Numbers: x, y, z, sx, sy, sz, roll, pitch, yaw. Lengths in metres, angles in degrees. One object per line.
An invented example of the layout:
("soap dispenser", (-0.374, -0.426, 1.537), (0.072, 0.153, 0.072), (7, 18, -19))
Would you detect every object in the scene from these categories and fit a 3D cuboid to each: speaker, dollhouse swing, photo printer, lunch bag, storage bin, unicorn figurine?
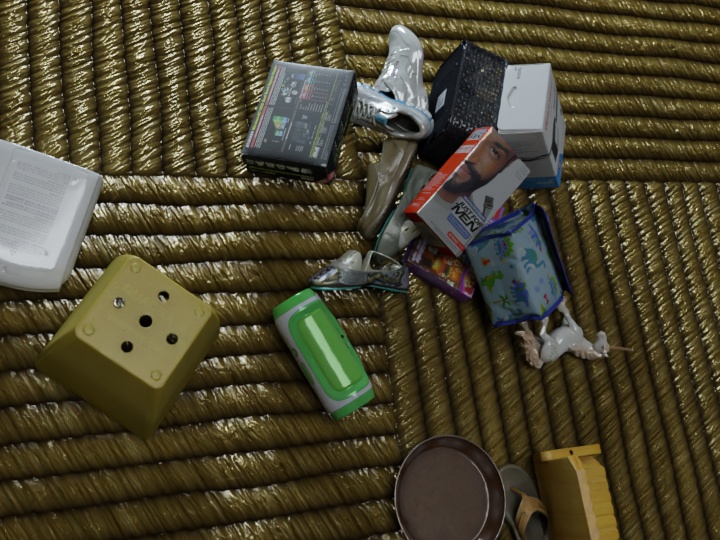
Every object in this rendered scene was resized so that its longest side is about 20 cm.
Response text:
("speaker", (-0.059, 0.132, 1.299), (0.088, 0.088, 0.201), (-29, 86, -27))
("dollhouse swing", (0.389, 0.388, 1.347), (0.180, 0.176, 0.201), (-1, 72, -24))
("photo printer", (-0.485, -0.072, 1.196), (0.165, 0.069, 0.201), (18, 68, -17))
("lunch bag", (0.294, -0.015, 1.458), (0.200, 0.127, 0.171), (-31, 104, -51))
("storage bin", (0.187, -0.300, 1.510), (0.093, 0.135, 0.201), (21, 66, -15))
("unicorn figurine", (0.373, 0.118, 1.496), (0.199, 0.074, 0.138), (-22, 94, -12))

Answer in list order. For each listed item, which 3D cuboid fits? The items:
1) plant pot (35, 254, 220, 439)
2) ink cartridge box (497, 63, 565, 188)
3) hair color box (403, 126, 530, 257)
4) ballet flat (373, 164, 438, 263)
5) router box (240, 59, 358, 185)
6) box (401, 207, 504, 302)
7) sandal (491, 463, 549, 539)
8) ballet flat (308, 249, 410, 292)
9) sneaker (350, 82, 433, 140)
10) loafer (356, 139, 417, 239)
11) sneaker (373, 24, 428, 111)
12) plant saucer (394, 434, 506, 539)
("plant pot", (-0.314, 0.092, 1.154), (0.199, 0.176, 0.201), (36, 64, -8))
("ink cartridge box", (0.321, -0.263, 1.519), (0.083, 0.200, 0.146), (2, 67, 24))
("hair color box", (0.181, -0.134, 1.394), (0.111, 0.064, 0.200), (44, 80, -19))
("ballet flat", (0.087, -0.096, 1.428), (0.063, 0.067, 0.201), (18, 69, 21))
("router box", (-0.100, -0.251, 1.385), (0.149, 0.062, 0.201), (11, 66, 11))
("box", (0.167, -0.062, 1.480), (0.136, 0.039, 0.201), (29, 65, -12))
("sandal", (0.281, 0.418, 1.363), (0.080, 0.054, 0.201), (-11, 78, -25))
("ballet flat", (0.000, 0.000, 1.359), (0.199, 0.072, 0.073), (3, 72, -37))
("sneaker", (0.031, -0.277, 1.439), (0.199, 0.087, 0.075), (16, 110, 4))
("loafer", (0.036, -0.146, 1.437), (0.067, 0.076, 0.201), (22, 69, 9))
("sneaker", (0.069, -0.365, 1.517), (0.099, 0.075, 0.202), (-2, 74, -23))
("plant saucer", (0.141, 0.370, 1.331), (0.199, 0.034, 0.202), (7, 71, -20))
